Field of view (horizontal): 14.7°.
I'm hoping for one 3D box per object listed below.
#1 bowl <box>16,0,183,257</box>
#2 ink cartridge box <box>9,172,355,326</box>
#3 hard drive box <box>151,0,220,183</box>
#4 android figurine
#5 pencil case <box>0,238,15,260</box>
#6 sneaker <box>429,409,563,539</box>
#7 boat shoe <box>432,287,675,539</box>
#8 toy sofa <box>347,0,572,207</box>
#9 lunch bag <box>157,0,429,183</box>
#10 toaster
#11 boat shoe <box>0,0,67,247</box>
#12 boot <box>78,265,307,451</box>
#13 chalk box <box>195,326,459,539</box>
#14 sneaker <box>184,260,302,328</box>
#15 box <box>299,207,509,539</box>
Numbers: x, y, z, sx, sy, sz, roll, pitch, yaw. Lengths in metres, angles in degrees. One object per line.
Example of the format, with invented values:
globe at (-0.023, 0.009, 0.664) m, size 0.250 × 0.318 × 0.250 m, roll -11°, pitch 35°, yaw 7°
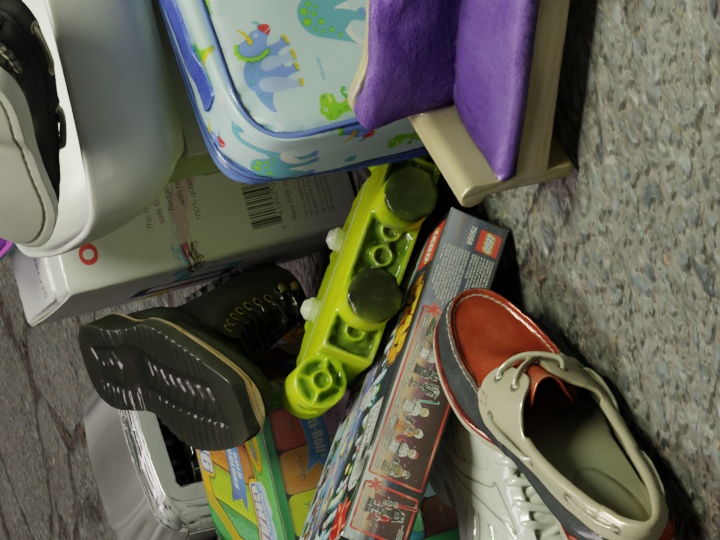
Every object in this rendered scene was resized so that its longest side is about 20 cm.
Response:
bowl at (-0.164, -0.114, 1.589) m, size 0.200 × 0.074 × 0.201 m, roll 167°, pitch 89°, yaw -70°
ink cartridge box at (-0.129, -0.065, 1.810) m, size 0.146 × 0.199 × 0.147 m, roll 151°, pitch 104°, yaw -71°
hard drive box at (-0.067, -0.168, 1.628) m, size 0.077 × 0.155 × 0.201 m, roll 147°, pitch 108°, yaw -71°
android figurine at (0.000, 0.000, 1.621) m, size 0.200 × 0.041 × 0.183 m, roll 145°, pitch 145°, yaw -78°
pencil case at (-0.270, -0.025, 1.805) m, size 0.200 × 0.085 × 0.093 m, roll 152°, pitch 119°, yaw -73°
sneaker at (0.088, 0.122, 1.521) m, size 0.100 × 0.078 × 0.200 m, roll 102°, pitch 148°, yaw -46°
boat shoe at (0.100, 0.078, 1.450) m, size 0.200 × 0.071 × 0.063 m, roll 57°, pitch 166°, yaw 33°
toy sofa at (0.057, -0.133, 1.389) m, size 0.201 × 0.097 × 0.083 m, roll 95°, pitch 154°, yaw -42°
lunch bag at (-0.033, -0.152, 1.533) m, size 0.083 × 0.160 × 0.201 m, roll 119°, pitch 132°, yaw -63°
toaster at (-0.138, 0.131, 2.123) m, size 0.129 × 0.113 × 0.201 m, roll 128°, pitch 128°, yaw -62°
boat shoe at (-0.192, -0.079, 1.499) m, size 0.200 × 0.074 × 0.061 m, roll 84°, pitch -156°, yaw -62°
boot at (-0.070, 0.039, 1.681) m, size 0.200 × 0.138 × 0.078 m, roll 22°, pitch 129°, yaw 57°
chalk box at (-0.017, 0.116, 1.735) m, size 0.200 × 0.123 × 0.125 m, roll -159°, pitch 55°, yaw -67°
sneaker at (-0.068, 0.048, 1.874) m, size 0.200 × 0.072 × 0.073 m, roll 65°, pitch -178°, yaw -70°
box at (0.019, 0.078, 1.567) m, size 0.137 × 0.040 × 0.201 m, roll 132°, pitch 159°, yaw -67°
